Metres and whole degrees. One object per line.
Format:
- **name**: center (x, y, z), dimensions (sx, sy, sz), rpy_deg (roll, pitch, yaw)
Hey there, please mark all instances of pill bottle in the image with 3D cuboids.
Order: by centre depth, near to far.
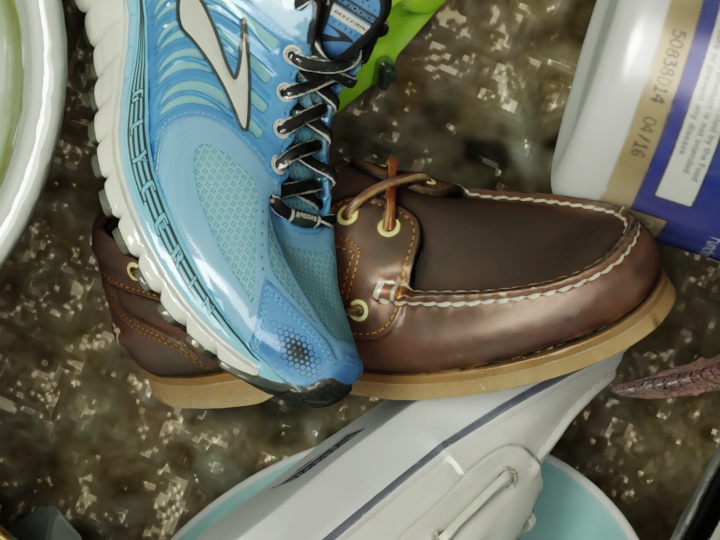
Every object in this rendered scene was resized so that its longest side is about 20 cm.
- **pill bottle**: center (0.169, -0.046, 0.924), dimensions (0.199, 0.116, 0.116), rpy_deg (18, 98, 0)

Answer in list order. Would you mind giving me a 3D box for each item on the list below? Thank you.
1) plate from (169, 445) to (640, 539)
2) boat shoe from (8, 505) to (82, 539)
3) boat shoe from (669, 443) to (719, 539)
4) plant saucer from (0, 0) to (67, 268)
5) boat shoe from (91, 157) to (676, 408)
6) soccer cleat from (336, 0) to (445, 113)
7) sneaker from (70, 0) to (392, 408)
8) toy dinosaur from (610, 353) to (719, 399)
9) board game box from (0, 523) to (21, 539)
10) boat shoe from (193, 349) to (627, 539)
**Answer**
- **plate**: center (0.004, 0.138, 0.939), dimensions (0.199, 0.201, 0.026), rpy_deg (-21, 136, 4)
- **boat shoe**: center (-0.090, 0.127, 0.918), dimensions (0.074, 0.199, 0.068), rpy_deg (-45, 106, -13)
- **boat shoe**: center (0.153, 0.046, 0.863), dimensions (0.074, 0.063, 0.202), rpy_deg (38, 118, 22)
- **plant saucer**: center (-0.180, -0.061, 0.901), dimensions (0.199, 0.050, 0.202), rpy_deg (0, 90, 13)
- **boat shoe**: center (0.000, 0.000, 0.919), dimensions (0.199, 0.070, 0.071), rpy_deg (-7, 116, 30)
- **soccer cleat**: center (-0.010, -0.104, 0.952), dimensions (0.200, 0.067, 0.081), rpy_deg (-39, 65, 15)
- **sneaker**: center (-0.032, -0.057, 0.874), dimensions (0.090, 0.078, 0.201), rpy_deg (-21, 74, 17)
- **toy dinosaur**: center (0.184, 0.061, 0.929), dimensions (0.199, 0.136, 0.086), rpy_deg (27, 98, -2)
- **board game box**: center (-0.215, 0.091, 0.839), dimensions (0.200, 0.057, 0.166), rpy_deg (37, 84, 10)
- **boat shoe**: center (0.022, 0.075, 0.921), dimensions (0.200, 0.072, 0.066), rpy_deg (-34, 95, -38)
